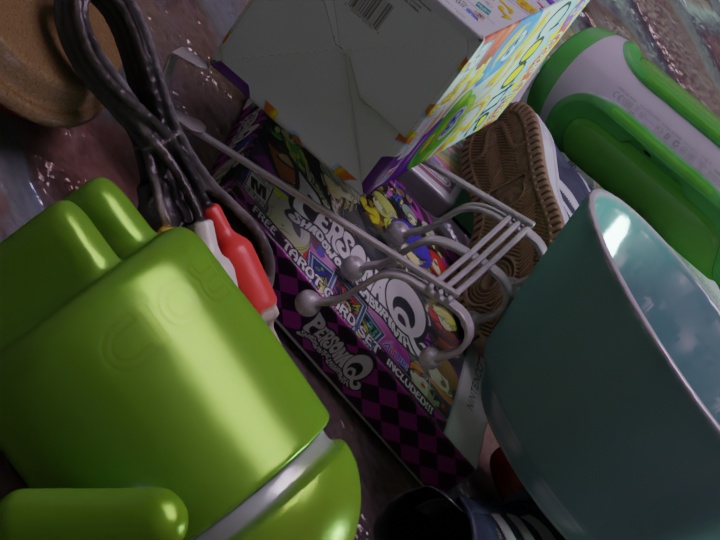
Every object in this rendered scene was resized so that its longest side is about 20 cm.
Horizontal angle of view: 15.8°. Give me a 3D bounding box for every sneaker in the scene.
[{"bbox_3d":[0.108,0.003,1.462,0.109,0.070,0.201,49,26,-34],"label":"sneaker"},{"bbox_3d":[0.053,0.132,1.261,0.085,0.075,0.200,57,23,-6],"label":"sneaker"}]

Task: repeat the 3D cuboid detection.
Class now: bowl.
[{"bbox_3d":[0.134,0.072,1.280,0.201,0.105,0.201,48,15,-18],"label":"bowl"}]

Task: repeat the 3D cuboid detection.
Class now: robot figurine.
[{"bbox_3d":[-0.078,0.064,1.049,0.200,0.115,0.175,54,18,-4],"label":"robot figurine"}]

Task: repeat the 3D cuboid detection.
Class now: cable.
[{"bbox_3d":[-0.080,-0.045,1.197,0.097,0.050,0.201,-24,107,-46],"label":"cable"}]

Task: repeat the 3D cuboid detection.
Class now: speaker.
[{"bbox_3d":[0.196,-0.064,1.603,0.200,0.089,0.088,43,18,23],"label":"speaker"}]

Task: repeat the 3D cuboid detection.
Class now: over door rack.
[{"bbox_3d":[-0.008,-0.038,1.310,0.200,0.067,0.148,42,24,4],"label":"over door rack"}]

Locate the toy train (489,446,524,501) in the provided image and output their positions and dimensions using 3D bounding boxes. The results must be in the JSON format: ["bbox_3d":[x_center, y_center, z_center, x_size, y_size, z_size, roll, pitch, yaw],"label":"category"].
[{"bbox_3d":[0.141,0.177,1.386,0.116,0.084,0.201,51,21,-55],"label":"toy train"}]

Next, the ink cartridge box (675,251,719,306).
[{"bbox_3d":[0.191,0.061,1.609,0.148,0.085,0.200,53,25,-1],"label":"ink cartridge box"}]

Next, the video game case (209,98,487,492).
[{"bbox_3d":[0.000,0.000,1.386,0.200,0.036,0.181,49,24,-14],"label":"video game case"}]

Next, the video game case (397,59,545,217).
[{"bbox_3d":[0.032,-0.134,1.555,0.143,0.018,0.200,41,41,-6],"label":"video game case"}]

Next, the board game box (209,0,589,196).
[{"bbox_3d":[0.028,-0.126,1.302,0.105,0.103,0.200,41,25,8],"label":"board game box"}]

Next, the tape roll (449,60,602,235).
[{"bbox_3d":[0.090,-0.088,1.663,0.200,0.048,0.201,43,26,-26],"label":"tape roll"}]

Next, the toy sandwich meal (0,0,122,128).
[{"bbox_3d":[-0.183,-0.152,1.209,0.205,0.070,0.206,45,33,-40],"label":"toy sandwich meal"}]
